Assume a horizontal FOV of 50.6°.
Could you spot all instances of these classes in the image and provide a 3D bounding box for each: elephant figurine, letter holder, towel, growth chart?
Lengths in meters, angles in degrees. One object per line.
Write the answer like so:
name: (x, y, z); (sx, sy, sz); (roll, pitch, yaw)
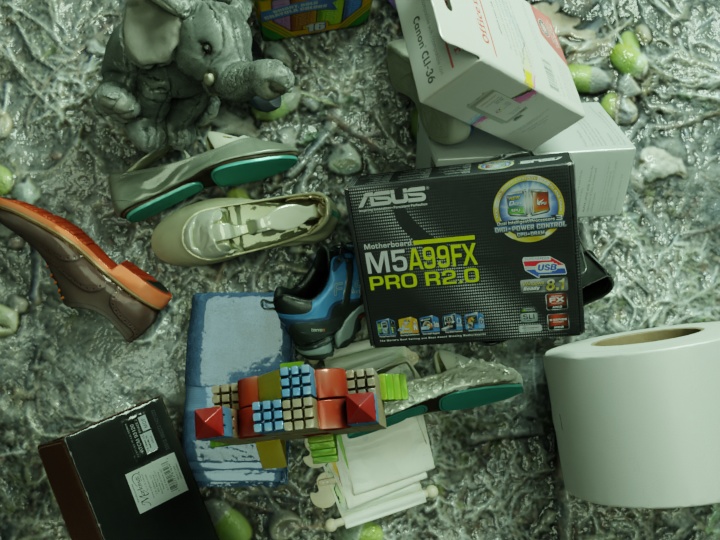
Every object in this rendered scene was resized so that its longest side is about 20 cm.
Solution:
elephant figurine: (-0.149, -0.205, 0.701); (0.155, 0.200, 0.142); (43, 45, -19)
letter holder: (-0.228, 0.244, 0.758); (0.100, 0.142, 0.201); (-21, 88, -37)
towel: (-0.126, 0.122, 0.788); (0.111, 0.049, 0.201); (3, 87, -4)
growth chart: (0.007, 0.169, 0.811); (0.144, 0.018, 0.201); (-8, 88, -4)

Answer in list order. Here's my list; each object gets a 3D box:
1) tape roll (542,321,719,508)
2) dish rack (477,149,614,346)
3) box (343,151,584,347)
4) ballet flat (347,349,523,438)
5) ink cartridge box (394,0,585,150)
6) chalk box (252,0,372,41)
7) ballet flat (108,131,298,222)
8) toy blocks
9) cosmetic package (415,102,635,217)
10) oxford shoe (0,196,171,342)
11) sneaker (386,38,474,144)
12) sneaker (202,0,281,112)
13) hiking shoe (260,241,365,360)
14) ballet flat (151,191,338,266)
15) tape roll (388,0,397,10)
tape roll: (0.291, 0.132, 0.743); (0.202, 0.203, 0.140); (-9, 88, -5)
dish rack: (0.143, -0.021, 0.749); (0.153, 0.055, 0.200); (-28, 131, 17)
box: (0.096, -0.015, 0.692); (0.199, 0.044, 0.161); (-4, 111, 12)
ballet flat: (0.067, 0.116, 0.778); (0.199, 0.072, 0.072); (-13, 88, -5)
ink cartridge box: (0.100, -0.190, 0.654); (0.200, 0.067, 0.117); (13, 57, -44)
chalk box: (-0.054, -0.324, 0.741); (0.123, 0.200, 0.125); (-12, 87, -5)
ballet flat: (-0.165, -0.111, 0.790); (0.199, 0.067, 0.064); (-20, 80, -6)
toy blocks: (-0.058, 0.122, 0.685); (0.199, 0.137, 0.100); (-7, 74, 5)
cosmetic package: (0.161, -0.112, 0.782); (0.199, 0.113, 0.081); (-4, 127, -2)
oxford shoe: (-0.294, -0.002, 0.772); (0.200, 0.071, 0.073); (35, 90, -2)
sneaker: (0.103, -0.192, 0.761); (0.111, 0.200, 0.077); (-14, 121, -7)
sneaker: (-0.162, -0.240, 0.805); (0.082, 0.070, 0.200); (-33, 90, 16)
hiking shoe: (0.000, 0.000, 0.770); (0.200, 0.074, 0.087); (-43, 120, -17)
ballet flat: (-0.121, -0.046, 0.788); (0.199, 0.069, 0.070); (-12, 88, -5)
tape roll: (0.075, -0.344, 0.748); (0.066, 0.200, 0.201); (-30, 89, -22)
